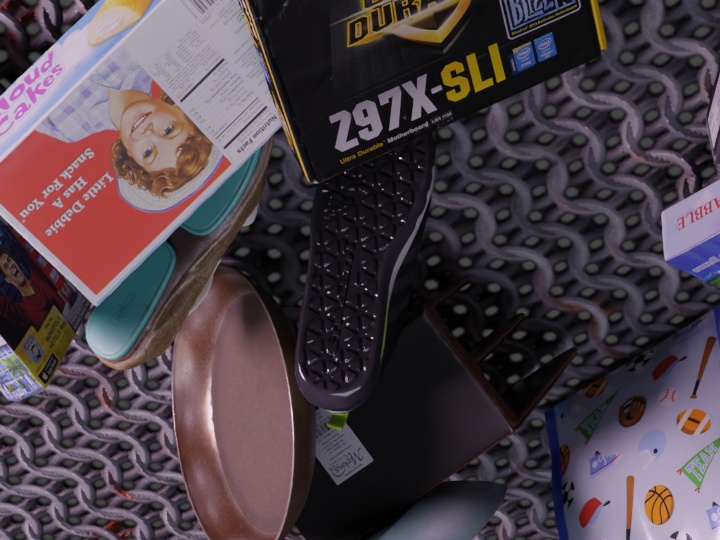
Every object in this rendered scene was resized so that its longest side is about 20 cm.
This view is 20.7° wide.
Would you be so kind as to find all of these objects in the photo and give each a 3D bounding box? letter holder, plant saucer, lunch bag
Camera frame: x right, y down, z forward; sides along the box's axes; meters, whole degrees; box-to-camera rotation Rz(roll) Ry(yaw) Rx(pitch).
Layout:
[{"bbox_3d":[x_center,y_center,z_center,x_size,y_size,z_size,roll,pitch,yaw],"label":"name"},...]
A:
[{"bbox_3d":[0.038,0.091,1.380,0.200,0.142,0.101,-39,89,35],"label":"letter holder"},{"bbox_3d":[0.014,0.200,1.361,0.201,0.201,0.039,-39,92,30],"label":"plant saucer"},{"bbox_3d":[-0.076,0.096,1.325,0.032,0.201,0.201,-5,137,-27],"label":"plant saucer"},{"bbox_3d":[0.227,0.158,1.356,0.123,0.201,0.170,36,123,-28],"label":"lunch bag"}]

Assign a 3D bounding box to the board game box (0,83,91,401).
[{"bbox_3d":[-0.244,-0.046,1.216,0.061,0.201,0.201,-26,112,25],"label":"board game box"}]

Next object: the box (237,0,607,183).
[{"bbox_3d":[0.032,-0.159,1.129,0.198,0.049,0.161,-24,130,-7],"label":"box"}]

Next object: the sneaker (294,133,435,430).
[{"bbox_3d":[0.000,0.000,1.261,0.071,0.202,0.083,15,170,12],"label":"sneaker"}]

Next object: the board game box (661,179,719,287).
[{"bbox_3d":[0.329,-0.027,1.238,0.198,0.042,0.199,21,145,-31],"label":"board game box"}]

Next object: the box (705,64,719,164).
[{"bbox_3d":[0.304,-0.149,1.176,0.156,0.050,0.201,4,132,-3],"label":"box"}]

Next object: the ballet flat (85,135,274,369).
[{"bbox_3d":[-0.107,-0.022,1.279,0.201,0.068,0.072,-61,155,9],"label":"ballet flat"}]

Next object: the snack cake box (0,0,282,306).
[{"bbox_3d":[-0.130,-0.094,1.171,0.200,0.067,0.115,-44,124,0],"label":"snack cake box"}]
